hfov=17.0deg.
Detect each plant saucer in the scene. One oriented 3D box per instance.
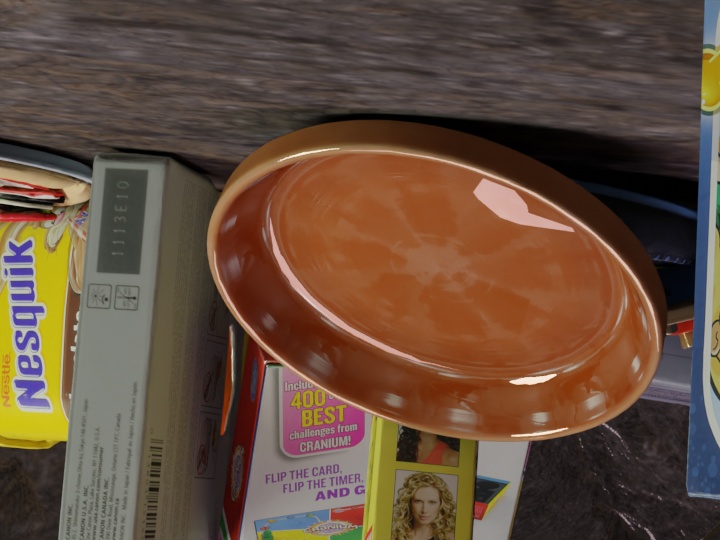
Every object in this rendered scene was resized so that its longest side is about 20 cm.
[{"bbox_3d":[0.033,0.003,1.027,0.199,0.032,0.201,12,145,9],"label":"plant saucer"}]

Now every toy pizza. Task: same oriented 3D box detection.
[{"bbox_3d":[-0.234,-0.047,1.253,0.198,0.032,0.200,6,176,0],"label":"toy pizza"}]

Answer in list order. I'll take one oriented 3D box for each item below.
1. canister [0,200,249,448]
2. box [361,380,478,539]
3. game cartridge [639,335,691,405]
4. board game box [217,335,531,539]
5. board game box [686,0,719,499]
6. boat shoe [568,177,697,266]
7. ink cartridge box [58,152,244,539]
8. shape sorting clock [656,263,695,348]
[{"bbox_3d":[-0.145,0.029,1.379,0.086,0.150,0.199,10,172,-42],"label":"canister"},{"bbox_3d":[0.031,0.063,1.148,0.050,0.202,0.075,5,161,-4],"label":"box"},{"bbox_3d":[0.154,0.049,1.332,0.199,0.041,0.133,10,178,-19],"label":"game cartridge"},{"bbox_3d":[0.005,0.123,1.256,0.152,0.201,0.040,2,-151,-16],"label":"board game box"},{"bbox_3d":[0.131,-0.021,0.421,0.034,0.137,0.200,3,177,-28],"label":"board game box"},{"bbox_3d":[0.056,-0.010,1.100,0.198,0.069,0.084,5,176,15],"label":"boat shoe"},{"bbox_3d":[-0.101,0.051,1.233,0.043,0.202,0.174,4,175,11],"label":"ink cartridge box"},{"bbox_3d":[0.156,0.017,1.161,0.198,0.040,0.200,-12,177,-1],"label":"shape sorting clock"}]
